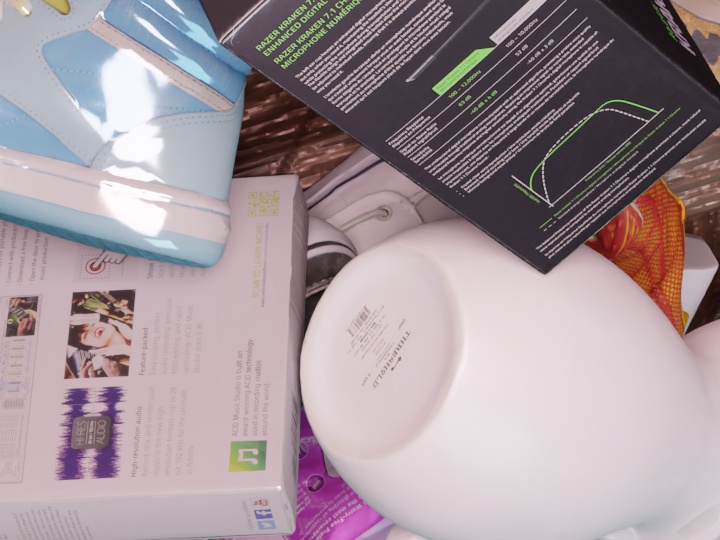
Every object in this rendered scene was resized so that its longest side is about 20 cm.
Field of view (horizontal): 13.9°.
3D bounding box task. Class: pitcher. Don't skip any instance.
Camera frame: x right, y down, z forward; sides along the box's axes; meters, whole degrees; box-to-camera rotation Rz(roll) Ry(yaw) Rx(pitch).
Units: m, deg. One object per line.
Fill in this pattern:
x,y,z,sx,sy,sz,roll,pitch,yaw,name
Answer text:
0.061,0.071,1.118,0.200,0.121,0.172,18,108,-45,pitcher

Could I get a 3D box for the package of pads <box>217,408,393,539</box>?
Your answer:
0.011,0.116,1.263,0.120,0.076,0.200,-35,152,-6,package of pads

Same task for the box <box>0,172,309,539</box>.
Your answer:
-0.120,0.034,1.089,0.199,0.145,0.036,-2,142,6,box

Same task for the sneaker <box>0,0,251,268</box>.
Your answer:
-0.129,-0.087,1.067,0.199,0.080,0.131,17,88,-4,sneaker

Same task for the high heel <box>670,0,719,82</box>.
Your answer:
0.131,-0.062,1.200,0.142,0.071,0.201,-24,123,-10,high heel

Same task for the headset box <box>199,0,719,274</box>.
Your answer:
0.010,-0.121,1.012,0.093,0.174,0.200,-41,135,16,headset box

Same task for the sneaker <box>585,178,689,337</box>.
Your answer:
0.095,-0.022,1.202,0.077,0.073,0.200,-55,156,-24,sneaker

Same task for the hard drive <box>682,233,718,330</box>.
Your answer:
0.067,0.064,1.341,0.131,0.027,0.200,0,134,-25,hard drive

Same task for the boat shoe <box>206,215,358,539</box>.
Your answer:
-0.058,0.070,1.129,0.200,0.071,0.072,-51,136,-9,boat shoe

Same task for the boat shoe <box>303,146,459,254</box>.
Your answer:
0.000,0.000,1.213,0.199,0.067,0.074,-29,139,5,boat shoe

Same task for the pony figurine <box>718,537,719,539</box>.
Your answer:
0.132,0.206,1.437,0.193,0.167,0.200,10,150,-41,pony figurine
